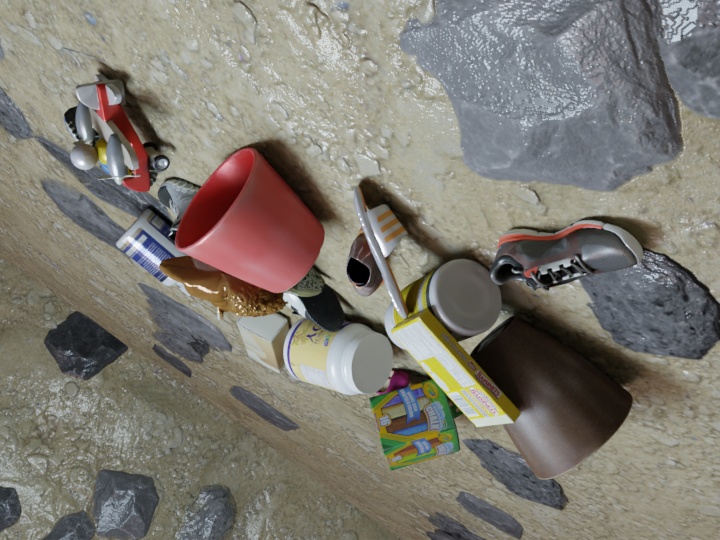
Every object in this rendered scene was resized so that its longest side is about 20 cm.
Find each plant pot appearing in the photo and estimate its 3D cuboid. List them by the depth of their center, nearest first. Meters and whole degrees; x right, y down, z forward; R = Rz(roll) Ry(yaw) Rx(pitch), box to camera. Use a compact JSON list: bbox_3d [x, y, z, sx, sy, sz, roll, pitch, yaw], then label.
[{"bbox_3d":[0.265,0.173,1.027,0.200,0.187,0.187,47,155,4],"label":"plant pot"},{"bbox_3d":[-0.168,-0.068,1.100,0.177,0.201,0.200,37,157,-30],"label":"plant pot"}]

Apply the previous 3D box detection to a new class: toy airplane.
[{"bbox_3d":[-0.434,-0.229,1.163,0.199,0.141,0.200,56,165,-3],"label":"toy airplane"}]

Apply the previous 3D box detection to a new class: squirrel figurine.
[{"bbox_3d":[-0.237,0.034,1.246,0.200,0.142,0.187,33,155,16],"label":"squirrel figurine"}]

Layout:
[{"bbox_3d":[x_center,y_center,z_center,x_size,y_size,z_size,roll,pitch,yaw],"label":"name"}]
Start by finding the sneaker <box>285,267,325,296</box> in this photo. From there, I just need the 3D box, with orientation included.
[{"bbox_3d":[-0.143,-0.025,1.266,0.200,0.077,0.089,37,146,-11],"label":"sneaker"}]

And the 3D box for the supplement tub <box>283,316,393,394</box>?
[{"bbox_3d":[-0.047,0.174,1.407,0.200,0.146,0.145,6,143,44],"label":"supplement tub"}]

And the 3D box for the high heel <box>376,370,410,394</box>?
[{"bbox_3d":[0.037,0.240,1.507,0.096,0.068,0.200,28,160,-13],"label":"high heel"}]

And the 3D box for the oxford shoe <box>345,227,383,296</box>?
[{"bbox_3d":[0.000,0.000,1.130,0.071,0.073,0.200,27,154,13],"label":"oxford shoe"}]

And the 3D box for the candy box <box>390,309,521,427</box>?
[{"bbox_3d":[0.135,0.145,0.988,0.200,0.026,0.102,48,151,-3],"label":"candy box"}]

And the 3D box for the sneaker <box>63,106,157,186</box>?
[{"bbox_3d":[-0.489,-0.227,1.308,0.089,0.079,0.200,-5,135,49],"label":"sneaker"}]

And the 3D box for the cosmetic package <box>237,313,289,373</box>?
[{"bbox_3d":[-0.231,0.168,1.681,0.105,0.071,0.200,26,154,16],"label":"cosmetic package"}]

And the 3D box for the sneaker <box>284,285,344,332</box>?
[{"bbox_3d":[-0.116,0.051,1.366,0.200,0.074,0.089,44,155,3],"label":"sneaker"}]

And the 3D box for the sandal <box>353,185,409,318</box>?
[{"bbox_3d":[0.046,-0.033,1.004,0.079,0.059,0.207,-99,-13,-85],"label":"sandal"}]

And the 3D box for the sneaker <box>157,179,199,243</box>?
[{"bbox_3d":[-0.346,-0.107,1.303,0.200,0.116,0.075,13,147,37],"label":"sneaker"}]

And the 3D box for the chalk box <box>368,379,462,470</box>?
[{"bbox_3d":[0.135,0.314,1.414,0.200,0.124,0.125,-17,142,2],"label":"chalk box"}]

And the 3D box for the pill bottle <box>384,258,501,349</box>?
[{"bbox_3d":[0.118,0.062,1.052,0.114,0.114,0.200,38,154,-8],"label":"pill bottle"}]

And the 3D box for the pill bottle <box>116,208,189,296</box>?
[{"bbox_3d":[-0.441,-0.035,1.546,0.200,0.111,0.111,43,153,-17],"label":"pill bottle"}]

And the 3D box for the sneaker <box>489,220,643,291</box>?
[{"bbox_3d":[0.242,-0.004,0.826,0.077,0.082,0.200,47,152,-25],"label":"sneaker"}]
